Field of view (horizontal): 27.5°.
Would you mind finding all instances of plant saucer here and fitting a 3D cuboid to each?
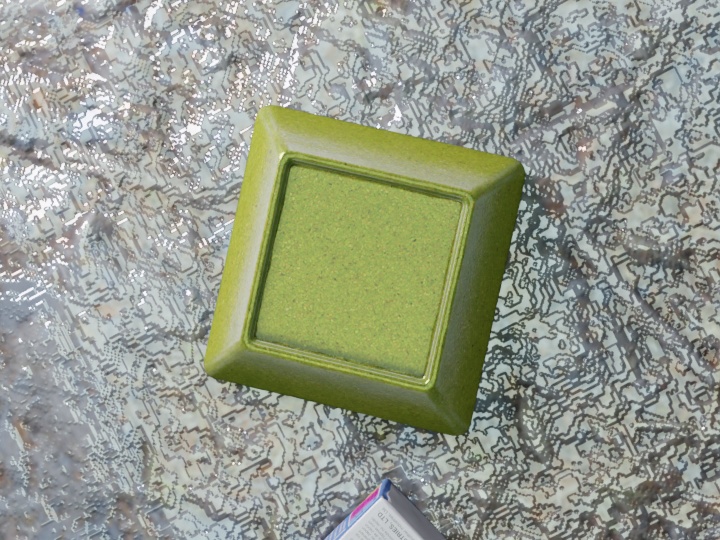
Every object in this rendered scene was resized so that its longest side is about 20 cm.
[{"bbox_3d":[0.000,0.000,1.028,0.198,0.048,0.202,13,92,5],"label":"plant saucer"}]

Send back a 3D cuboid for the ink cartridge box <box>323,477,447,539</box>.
[{"bbox_3d":[-0.007,0.265,1.021,0.200,0.076,0.136,-45,87,3],"label":"ink cartridge box"}]
